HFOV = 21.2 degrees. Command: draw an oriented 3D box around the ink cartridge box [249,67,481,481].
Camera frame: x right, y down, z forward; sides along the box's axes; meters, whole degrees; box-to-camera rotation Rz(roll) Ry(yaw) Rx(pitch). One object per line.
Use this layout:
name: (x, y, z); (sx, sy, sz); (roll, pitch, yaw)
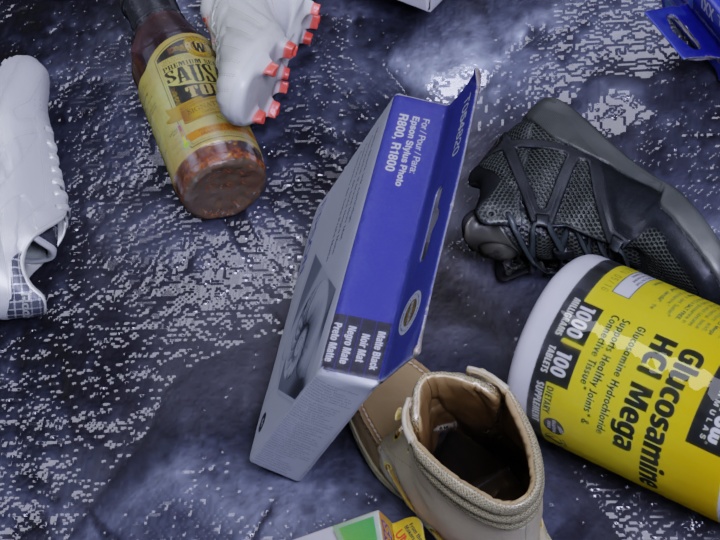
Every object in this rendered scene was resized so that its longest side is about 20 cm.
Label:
ink cartridge box: (0.000, 0.000, 1.135); (0.041, 0.200, 0.200); (21, 57, -11)

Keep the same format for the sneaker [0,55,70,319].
sneaker: (-0.231, -0.055, 1.301); (0.080, 0.076, 0.200); (7, 62, 3)

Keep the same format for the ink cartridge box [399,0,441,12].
ink cartridge box: (0.043, -0.290, 1.365); (0.146, 0.086, 0.200); (25, 55, 26)

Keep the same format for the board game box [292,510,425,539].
board game box: (-0.052, 0.205, 1.079); (0.200, 0.030, 0.096); (-20, 54, 13)

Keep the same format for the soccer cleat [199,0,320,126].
soccer cleat: (-0.077, -0.157, 1.299); (0.077, 0.069, 0.200); (18, 32, 1)

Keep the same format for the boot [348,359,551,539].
boot: (0.045, 0.091, 1.082); (0.073, 0.156, 0.200); (-29, 56, -8)

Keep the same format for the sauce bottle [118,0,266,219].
sauce bottle: (-0.122, -0.126, 1.320); (0.066, 0.066, 0.200); (-23, 56, -4)

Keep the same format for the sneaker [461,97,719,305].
sneaker: (0.139, -0.019, 1.189); (0.114, 0.076, 0.199); (-39, 54, -13)

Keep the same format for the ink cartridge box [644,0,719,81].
ink cartridge box: (0.288, -0.185, 1.270); (0.200, 0.076, 0.137); (-28, 55, -6)

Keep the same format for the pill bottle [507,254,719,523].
pill bottle: (0.193, 0.076, 1.088); (0.200, 0.113, 0.113); (24, 64, 25)
